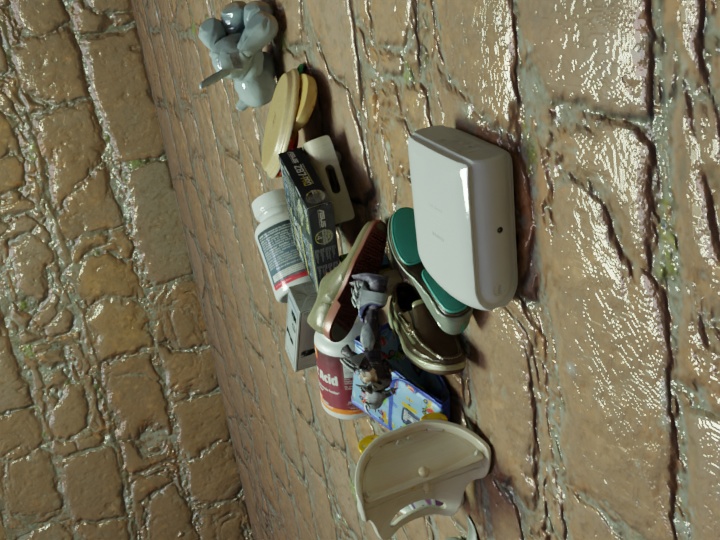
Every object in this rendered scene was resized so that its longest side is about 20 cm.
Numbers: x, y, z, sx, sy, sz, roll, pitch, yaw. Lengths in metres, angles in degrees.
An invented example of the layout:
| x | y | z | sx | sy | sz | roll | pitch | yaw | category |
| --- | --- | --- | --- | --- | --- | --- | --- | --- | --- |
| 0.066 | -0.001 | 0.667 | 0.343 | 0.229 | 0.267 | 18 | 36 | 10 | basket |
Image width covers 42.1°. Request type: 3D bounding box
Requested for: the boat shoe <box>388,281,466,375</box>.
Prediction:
| x | y | z | sx | sy | sz | roll | pitch | yaw | category |
| --- | --- | --- | --- | --- | --- | --- | --- | --- | --- |
| 0.087 | 0.075 | 1.322 | 0.202 | 0.074 | 0.075 | -137 | 41 | -58 | boat shoe |

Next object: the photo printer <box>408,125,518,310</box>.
| x | y | z | sx | sy | sz | roll | pitch | yaw | category |
| --- | --- | --- | --- | --- | --- | --- | --- | --- | --- |
| 0.121 | -0.058 | 1.112 | 0.166 | 0.069 | 0.201 | -138 | 37 | -58 | photo printer |

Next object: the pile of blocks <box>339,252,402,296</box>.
| x | y | z | sx | sy | sz | roll | pitch | yaw | category |
| --- | --- | --- | --- | --- | --- | --- | --- | --- | --- |
| 0.000 | 0.000 | 1.528 | 0.200 | 0.062 | 0.082 | -164 | 59 | -68 | pile of blocks |

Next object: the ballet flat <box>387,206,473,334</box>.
| x | y | z | sx | sy | sz | roll | pitch | yaw | category |
| --- | --- | --- | --- | --- | --- | --- | --- | --- | --- |
| 0.089 | 0.003 | 1.266 | 0.064 | 0.067 | 0.200 | 87 | 160 | -55 | ballet flat |

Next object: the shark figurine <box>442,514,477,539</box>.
| x | y | z | sx | sy | sz | roll | pitch | yaw | category |
| --- | --- | --- | --- | --- | --- | --- | --- | --- | --- |
| 0.134 | 0.461 | 1.484 | 0.214 | 0.089 | 0.129 | 145 | 109 | -69 | shark figurine |

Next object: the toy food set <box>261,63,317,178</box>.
| x | y | z | sx | sy | sz | roll | pitch | yaw | category |
| --- | --- | --- | --- | --- | --- | --- | --- | --- | --- |
| -0.128 | -0.258 | 1.624 | 0.198 | 0.048 | 0.201 | -115 | 38 | -64 | toy food set |

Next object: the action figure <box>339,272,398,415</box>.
| x | y | z | sx | sy | sz | roll | pitch | yaw | category |
| --- | --- | --- | --- | --- | --- | --- | --- | --- | --- |
| 0.014 | 0.108 | 1.348 | 0.130 | 0.069 | 0.201 | 46 | -138 | -74 | action figure |

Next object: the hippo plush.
| x | y | z | sx | sy | sz | roll | pitch | yaw | category |
| --- | --- | --- | --- | --- | --- | --- | --- | --- | --- |
| -0.193 | -0.383 | 1.715 | 0.161 | 0.159 | 0.201 | 49 | -158 | -48 | hippo plush |

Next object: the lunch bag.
| x | y | z | sx | sy | sz | roll | pitch | yaw | category |
| --- | --- | --- | --- | --- | --- | --- | --- | --- | --- |
| 0.081 | 0.198 | 1.453 | 0.200 | 0.094 | 0.151 | 43 | 145 | 36 | lunch bag |

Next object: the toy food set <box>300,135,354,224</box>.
| x | y | z | sx | sy | sz | roll | pitch | yaw | category |
| --- | --- | --- | --- | --- | --- | --- | --- | --- | --- |
| -0.058 | -0.145 | 1.606 | 0.200 | 0.060 | 0.144 | 164 | 88 | -79 | toy food set |

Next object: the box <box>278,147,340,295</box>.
| x | y | z | sx | sy | sz | roll | pitch | yaw | category |
| --- | --- | --- | --- | --- | --- | --- | --- | --- | --- |
| -0.082 | -0.078 | 1.548 | 0.161 | 0.049 | 0.201 | -116 | 15 | -46 | box |

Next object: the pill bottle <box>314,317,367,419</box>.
| x | y | z | sx | sy | sz | roll | pitch | yaw | category |
| --- | --- | --- | --- | --- | --- | --- | --- | --- | --- |
| -0.021 | 0.150 | 1.632 | 0.114 | 0.114 | 0.201 | -132 | 31 | -53 | pill bottle |

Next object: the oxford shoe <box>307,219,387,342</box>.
| x | y | z | sx | sy | sz | roll | pitch | yaw | category |
| --- | --- | --- | --- | --- | --- | --- | --- | --- | --- |
| -0.025 | 0.006 | 1.445 | 0.075 | 0.201 | 0.070 | 24 | 176 | 37 | oxford shoe |

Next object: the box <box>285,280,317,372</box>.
| x | y | z | sx | sy | sz | roll | pitch | yaw | category |
| --- | --- | --- | --- | --- | --- | --- | --- | --- | --- |
| -0.078 | 0.099 | 1.754 | 0.200 | 0.116 | 0.060 | 97 | 151 | -51 | box |

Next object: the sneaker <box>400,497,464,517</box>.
| x | y | z | sx | sy | sz | roll | pitch | yaw | category |
| --- | --- | --- | --- | --- | --- | --- | --- | --- | --- |
| 0.071 | 0.310 | 1.499 | 0.201 | 0.114 | 0.073 | -126 | 25 | -49 | sneaker |

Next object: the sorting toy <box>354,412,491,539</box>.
| x | y | z | sx | sy | sz | roll | pitch | yaw | category |
| --- | --- | --- | --- | --- | --- | --- | --- | --- | --- |
| 0.079 | 0.317 | 1.358 | 0.107 | 0.199 | 0.181 | -123 | 21 | -49 | sorting toy |

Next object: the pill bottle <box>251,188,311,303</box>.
| x | y | z | sx | sy | sz | roll | pitch | yaw | category |
| --- | --- | --- | --- | --- | --- | --- | --- | --- | --- |
| -0.136 | -0.050 | 1.796 | 0.120 | 0.119 | 0.201 | 125 | 127 | -67 | pill bottle |
